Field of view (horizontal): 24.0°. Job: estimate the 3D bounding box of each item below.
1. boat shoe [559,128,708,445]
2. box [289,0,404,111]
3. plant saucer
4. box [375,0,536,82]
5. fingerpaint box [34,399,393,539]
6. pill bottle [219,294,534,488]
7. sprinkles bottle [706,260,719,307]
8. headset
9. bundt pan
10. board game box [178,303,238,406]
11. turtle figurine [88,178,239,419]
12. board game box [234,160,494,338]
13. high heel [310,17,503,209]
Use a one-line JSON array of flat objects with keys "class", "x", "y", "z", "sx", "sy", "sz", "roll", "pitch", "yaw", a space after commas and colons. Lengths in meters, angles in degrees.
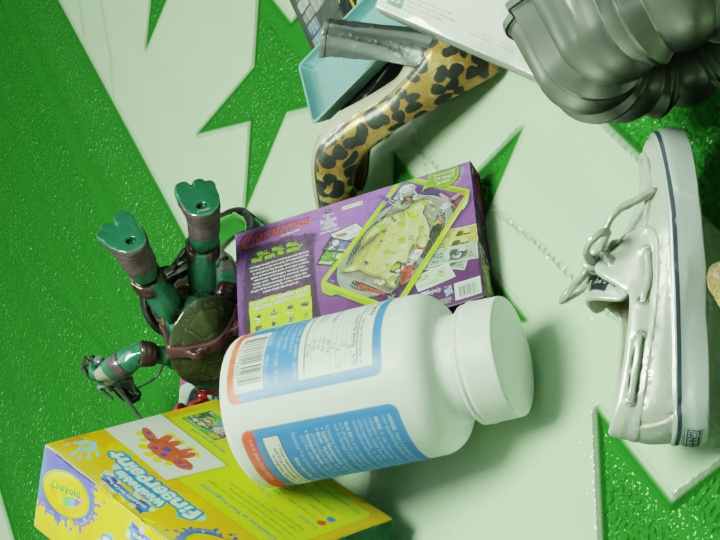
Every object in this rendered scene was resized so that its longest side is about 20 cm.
[{"class": "boat shoe", "x": 0.164, "y": 0.008, "z": 1.032, "sx": 0.075, "sy": 0.085, "sz": 0.204, "roll": 73, "pitch": -162, "yaw": -70}, {"class": "box", "x": 0.022, "y": -0.234, "z": 1.424, "sx": 0.161, "sy": 0.049, "sz": 0.201, "roll": -51, "pitch": 39, "yaw": 26}, {"class": "plant saucer", "x": 0.022, "y": -0.200, "z": 1.352, "sx": 0.200, "sy": 0.019, "sz": 0.070, "roll": -43, "pitch": 44, "yaw": 33}, {"class": "box", "x": 0.116, "y": -0.255, "z": 1.248, "sx": 0.144, "sy": 0.036, "sz": 0.201, "roll": 27, "pitch": 95, "yaw": 20}, {"class": "fingerpaint box", "x": -0.107, "y": 0.181, "z": 1.209, "sx": 0.199, "sy": 0.166, "sz": 0.074, "roll": 28, "pitch": 117, "yaw": 37}, {"class": "pill bottle", "x": 0.013, "y": 0.079, "z": 1.163, "sx": 0.199, "sy": 0.112, "sz": 0.113, "roll": -13, "pitch": 58, "yaw": 22}, {"class": "sprinkles bottle", "x": 0.280, "y": -0.044, "z": 0.934, "sx": 0.200, "sy": 0.068, "sz": 0.068, "roll": -51, "pitch": 37, "yaw": 26}, {"class": "headset", "x": -0.160, "y": 0.026, "z": 1.492, "sx": 0.201, "sy": 0.094, "sz": 0.123, "roll": -58, "pitch": 28, "yaw": -7}, {"class": "bundt pan", "x": 0.191, "y": -0.150, "z": 1.022, "sx": 0.201, "sy": 0.201, "sz": 0.076, "roll": -32, "pitch": 70, "yaw": 42}, {"class": "board game box", "x": -0.068, "y": 0.091, "z": 1.358, "sx": 0.199, "sy": 0.064, "sz": 0.149, "roll": -29, "pitch": 49, "yaw": 42}, {"class": "turtle figurine", "x": -0.137, "y": 0.033, "z": 1.321, "sx": 0.100, "sy": 0.201, "sz": 0.150, "roll": 25, "pitch": 50, "yaw": 31}, {"class": "board game box", "x": 0.000, "y": 0.000, "z": 1.266, "sx": 0.199, "sy": 0.032, "sz": 0.121, "roll": -16, "pitch": 60, "yaw": 19}, {"class": "high heel", "x": 0.035, "y": -0.100, "z": 1.338, "sx": 0.072, "sy": 0.141, "sz": 0.201, "roll": -72, "pitch": -12, "yaw": -57}]
